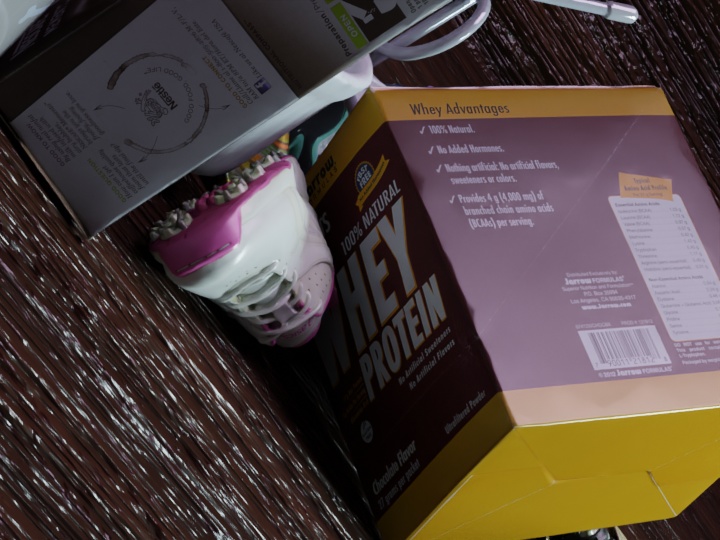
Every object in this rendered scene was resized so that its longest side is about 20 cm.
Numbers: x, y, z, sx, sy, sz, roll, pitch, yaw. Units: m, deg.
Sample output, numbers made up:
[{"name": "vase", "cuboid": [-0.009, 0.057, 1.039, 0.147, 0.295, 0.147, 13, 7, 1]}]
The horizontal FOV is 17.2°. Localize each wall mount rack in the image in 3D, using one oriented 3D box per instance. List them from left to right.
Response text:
[{"name": "wall mount rack", "cuboid": [0.044, -0.143, 1.316, 0.200, 0.173, 0.075, 41, -21, 58]}]

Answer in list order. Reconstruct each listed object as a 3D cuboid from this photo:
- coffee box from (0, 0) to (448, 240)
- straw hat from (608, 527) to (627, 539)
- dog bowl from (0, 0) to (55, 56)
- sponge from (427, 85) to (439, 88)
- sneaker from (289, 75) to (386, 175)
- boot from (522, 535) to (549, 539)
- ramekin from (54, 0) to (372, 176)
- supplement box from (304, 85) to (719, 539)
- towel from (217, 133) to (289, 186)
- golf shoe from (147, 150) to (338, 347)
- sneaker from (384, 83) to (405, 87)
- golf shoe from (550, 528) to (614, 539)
[{"name": "coffee box", "cuboid": [-0.055, -0.113, 1.029, 0.080, 0.199, 0.114, 54, 9, -16]}, {"name": "straw hat", "cuboid": [0.223, 0.248, 1.532, 0.201, 0.084, 0.203, -13, 90, -88]}, {"name": "dog bowl", "cuboid": [-0.188, -0.176, 0.971, 0.201, 0.058, 0.200, 56, 9, -14]}, {"name": "sponge", "cuboid": [0.094, -0.014, 1.407, 0.111, 0.030, 0.201, 10, 56, -30]}, {"name": "sneaker", "cuboid": [-0.052, -0.119, 1.518, 0.140, 0.078, 0.200, 42, 11, 33]}, {"name": "boot", "cuboid": [0.071, 0.123, 1.378, 0.176, 0.066, 0.200, 62, 8, 14]}, {"name": "ramekin", "cuboid": [-0.092, -0.143, 1.191, 0.201, 0.098, 0.201, 48, 14, -16]}, {"name": "supplement box", "cuboid": [0.088, 0.021, 1.252, 0.196, 0.133, 0.201, -3, 58, -34]}, {"name": "towel", "cuboid": [-0.056, -0.125, 1.353, 0.086, 0.018, 0.202, 39, 50, -66]}, {"name": "golf shoe", "cuboid": [-0.046, -0.005, 1.145, 0.092, 0.075, 0.200, 62, 10, -2]}, {"name": "sneaker", "cuboid": [0.045, -0.043, 1.742, 0.146, 0.077, 0.203, 47, -21, 52]}, {"name": "golf shoe", "cuboid": [0.124, 0.173, 1.533, 0.200, 0.077, 0.089, -100, 176, -59]}]
